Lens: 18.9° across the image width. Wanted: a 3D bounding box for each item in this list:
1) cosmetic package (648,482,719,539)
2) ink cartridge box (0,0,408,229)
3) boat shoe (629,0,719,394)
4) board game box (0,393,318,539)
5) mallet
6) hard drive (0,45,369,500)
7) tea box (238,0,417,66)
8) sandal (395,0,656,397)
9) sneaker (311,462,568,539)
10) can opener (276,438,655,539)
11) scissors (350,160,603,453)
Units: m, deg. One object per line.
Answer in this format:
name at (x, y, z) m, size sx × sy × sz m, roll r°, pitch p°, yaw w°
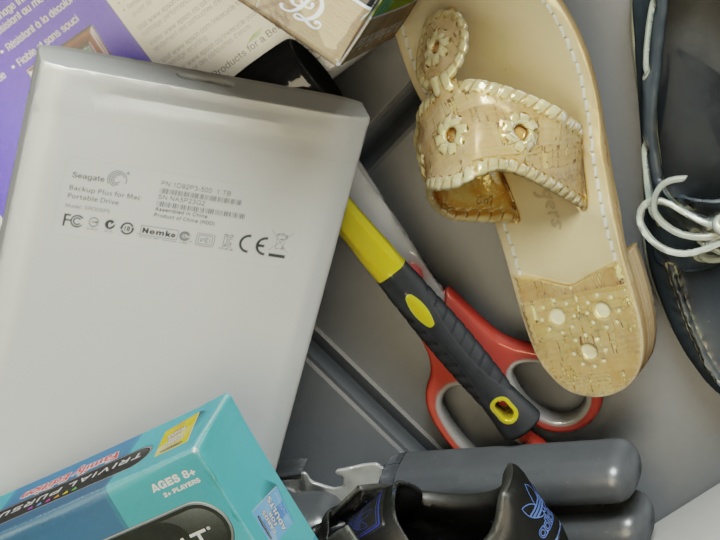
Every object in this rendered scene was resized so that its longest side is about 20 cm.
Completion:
cosmetic package at (0.114, 0.175, 0.923) m, size 0.200 × 0.108 × 0.085 m, roll -36°, pitch 92°, yaw 13°
ink cartridge box at (-0.114, -0.129, 0.922) m, size 0.198 × 0.043 × 0.200 m, roll -36°, pitch 97°, yaw 7°
boat shoe at (0.151, -0.036, 0.897) m, size 0.074 × 0.062 × 0.201 m, roll -4°, pitch 101°, yaw 8°
board game box at (-0.068, 0.167, 0.862) m, size 0.151 × 0.047 × 0.200 m, roll -25°, pitch 106°, yaw 23°
mallet at (0.000, 0.000, 0.909) m, size 0.066 × 0.041 × 0.200 m, roll -30°, pitch 107°, yaw 11°
hard drive at (-0.084, 0.016, 0.872) m, size 0.131 × 0.026 × 0.201 m, roll 9°, pitch 113°, yaw -16°
tea box at (-0.029, -0.213, 0.791) m, size 0.200 × 0.134 × 0.197 m, roll 35°, pitch 103°, yaw 2°
sandal at (0.060, -0.038, 0.870) m, size 0.077 × 0.070 × 0.212 m, roll -17°, pitch 104°, yaw 30°
sneaker at (-0.009, 0.131, 0.896) m, size 0.199 × 0.070 × 0.078 m, roll -15°, pitch 113°, yaw 15°
can opener at (0.025, 0.114, 0.941) m, size 0.199 × 0.067 × 0.054 m, roll -6°, pitch 116°, yaw 23°
scissors at (0.023, 0.015, 0.936) m, size 0.200 × 0.014 × 0.073 m, roll 44°, pitch 114°, yaw -12°
